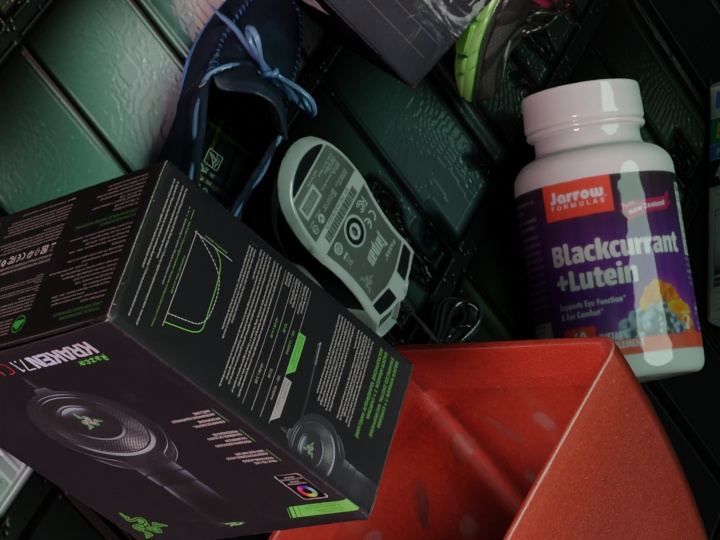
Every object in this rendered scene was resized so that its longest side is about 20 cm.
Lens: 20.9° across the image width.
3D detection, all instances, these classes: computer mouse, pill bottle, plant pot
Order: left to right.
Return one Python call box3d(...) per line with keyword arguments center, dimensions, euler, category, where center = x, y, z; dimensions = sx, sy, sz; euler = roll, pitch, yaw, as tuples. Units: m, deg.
box3d(center=(0.000, 0.000, 1.198), dimensions=(0.200, 0.044, 0.110), euler=(53, 48, -29), category="computer mouse")
box3d(center=(0.081, 0.172, 1.095), dimensions=(0.176, 0.199, 0.200), euler=(47, 61, -26), category="plant pot")
box3d(center=(0.164, -0.023, 1.326), dimensions=(0.111, 0.111, 0.201), euler=(-2, 81, -47), category="pill bottle")

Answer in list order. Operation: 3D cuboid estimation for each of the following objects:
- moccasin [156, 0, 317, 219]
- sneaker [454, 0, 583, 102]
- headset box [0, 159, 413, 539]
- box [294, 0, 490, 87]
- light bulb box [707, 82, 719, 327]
box3d(center=(-0.065, -0.085, 1.123), dimensions=(0.080, 0.068, 0.201), euler=(30, 58, -26), category="moccasin")
box3d(center=(0.119, -0.187, 1.273), dimensions=(0.083, 0.201, 0.077), euler=(22, 32, -10), category="sneaker")
box3d(center=(-0.098, 0.054, 0.982), dimensions=(0.200, 0.174, 0.093), euler=(41, 53, -34), category="headset box")
box3d(center=(0.011, -0.253, 1.149), dimensions=(0.197, 0.124, 0.200), euler=(-50, 122, -1), category="box")
box3d(center=(0.379, -0.039, 1.550), dimensions=(0.198, 0.124, 0.201), euler=(20, 67, -42), category="light bulb box")
